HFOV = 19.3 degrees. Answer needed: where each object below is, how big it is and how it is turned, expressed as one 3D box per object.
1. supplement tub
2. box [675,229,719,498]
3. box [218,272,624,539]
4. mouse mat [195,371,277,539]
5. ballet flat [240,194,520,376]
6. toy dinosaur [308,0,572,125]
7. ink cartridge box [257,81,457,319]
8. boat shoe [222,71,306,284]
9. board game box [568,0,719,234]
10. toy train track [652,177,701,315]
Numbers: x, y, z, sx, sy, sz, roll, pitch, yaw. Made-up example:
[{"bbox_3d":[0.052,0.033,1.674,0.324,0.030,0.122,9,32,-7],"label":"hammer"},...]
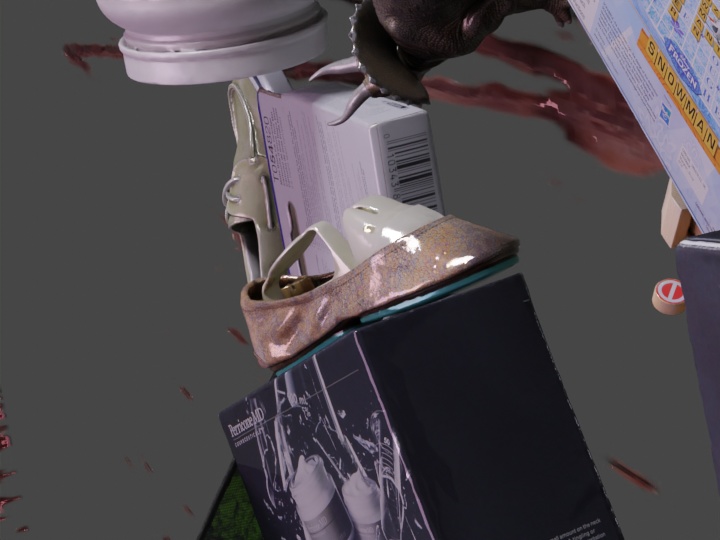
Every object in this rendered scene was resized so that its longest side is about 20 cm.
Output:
[{"bbox_3d":[-0.091,-0.220,1.222,0.145,0.144,0.201,-144,43,-64],"label":"supplement tub"},{"bbox_3d":[0.198,0.079,0.586,0.200,0.123,0.198,-169,68,-70],"label":"box"},{"bbox_3d":[0.031,0.123,1.095,0.200,0.104,0.183,-35,74,61],"label":"box"},{"bbox_3d":[-0.020,0.156,1.204,0.008,0.200,0.161,-25,116,35],"label":"mouse mat"},{"bbox_3d":[0.000,0.000,1.130,0.199,0.068,0.068,-27,88,43],"label":"ballet flat"},{"bbox_3d":[0.036,-0.147,0.953,0.077,0.102,0.201,-123,25,-46],"label":"toy dinosaur"},{"bbox_3d":[0.003,-0.008,1.257,0.200,0.040,0.201,-152,50,-65],"label":"ink cartridge box"},{"bbox_3d":[-0.058,-0.043,1.386,0.072,0.062,0.201,133,122,-69],"label":"boat shoe"},{"bbox_3d":[0.147,-0.102,0.739,0.200,0.041,0.201,104,148,-52],"label":"board game box"},{"bbox_3d":[0.160,0.039,0.823,0.115,0.032,0.201,96,153,-47],"label":"toy train track"}]
